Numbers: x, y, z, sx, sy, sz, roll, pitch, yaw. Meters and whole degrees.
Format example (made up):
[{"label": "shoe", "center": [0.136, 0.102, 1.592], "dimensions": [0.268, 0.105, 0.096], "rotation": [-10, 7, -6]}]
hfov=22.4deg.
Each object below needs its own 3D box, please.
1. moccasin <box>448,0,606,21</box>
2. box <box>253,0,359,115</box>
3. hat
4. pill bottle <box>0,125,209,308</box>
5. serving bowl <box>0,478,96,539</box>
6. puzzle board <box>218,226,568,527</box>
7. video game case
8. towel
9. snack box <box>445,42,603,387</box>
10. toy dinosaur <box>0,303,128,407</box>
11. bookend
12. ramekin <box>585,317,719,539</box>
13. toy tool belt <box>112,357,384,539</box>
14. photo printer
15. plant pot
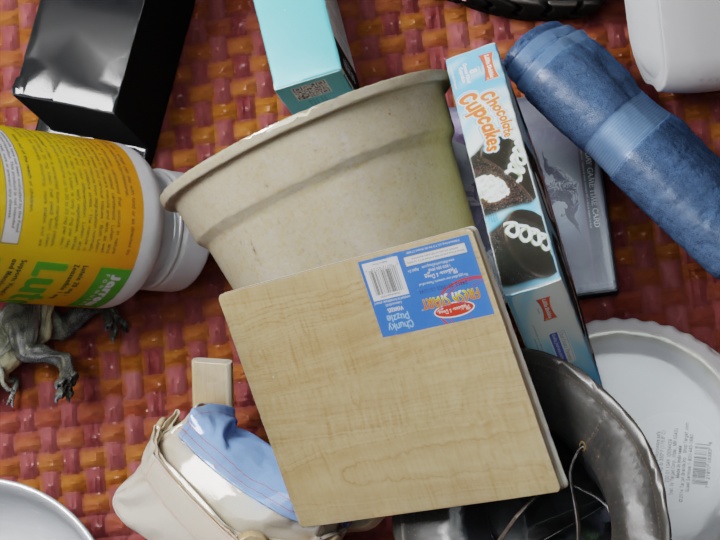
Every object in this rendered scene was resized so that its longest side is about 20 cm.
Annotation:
[{"label": "moccasin", "center": [0.077, -0.221, 1.251], "dimensions": [0.201, 0.074, 0.078], "rotation": [17, 89, 23]}, {"label": "box", "center": [-0.051, -0.210, 1.261], "dimensions": [0.049, 0.082, 0.201], "rotation": [-16, 75, 7]}, {"label": "hat", "center": [0.115, 0.139, 1.035], "dimensions": [0.200, 0.081, 0.202], "rotation": [-2, 88, 46]}, {"label": "pill bottle", "center": [-0.198, -0.033, 1.181], "dimensions": [0.111, 0.199, 0.112], "rotation": [-7, 81, 48]}, {"label": "serving bowl", "center": [-0.246, 0.240, 1.198], "dimensions": [0.199, 0.066, 0.201], "rotation": [-2, 76, 9]}, {"label": "puzzle board", "center": [0.015, 0.065, 1.036], "dimensions": [0.199, 0.017, 0.151], "rotation": [-15, 97, 41]}, {"label": "video game case", "center": [0.067, -0.041, 1.235], "dimensions": [0.199, 0.019, 0.144], "rotation": [-8, 76, 9]}, {"label": "towel", "center": [0.181, -0.082, 1.166], "dimensions": [0.200, 0.112, 0.049], "rotation": [45, 111, 6]}, {"label": "snack box", "center": [0.098, -0.028, 1.099], "dimensions": [0.037, 0.116, 0.201], "rotation": [-18, 48, 8]}, {"label": "toy dinosaur", "center": [-0.216, 0.040, 1.252], "dimensions": [0.088, 0.047, 0.201], "rotation": [27, 80, 21]}, {"label": "bookend", "center": [-0.185, -0.189, 1.218], "dimensions": [0.092, 0.199, 0.201], "rotation": [12, 81, 12]}, {"label": "ramekin", "center": [0.164, 0.123, 1.136], "dimensions": [0.199, 0.105, 0.201], "rotation": [-2, 76, 9]}, {"label": "toy tool belt", "center": [-0.048, 0.149, 1.158], "dimensions": [0.199, 0.125, 0.123], "rotation": [29, 92, 14]}, {"label": "photo printer", "center": [0.244, -0.215, 1.164], "dimensions": [0.166, 0.069, 0.201], "rotation": [-17, 119, -11]}, {"label": "plant pot", "center": [0.000, 0.000, 1.143], "dimensions": [0.200, 0.200, 0.184], "rotation": [-23, 86, 4]}]
